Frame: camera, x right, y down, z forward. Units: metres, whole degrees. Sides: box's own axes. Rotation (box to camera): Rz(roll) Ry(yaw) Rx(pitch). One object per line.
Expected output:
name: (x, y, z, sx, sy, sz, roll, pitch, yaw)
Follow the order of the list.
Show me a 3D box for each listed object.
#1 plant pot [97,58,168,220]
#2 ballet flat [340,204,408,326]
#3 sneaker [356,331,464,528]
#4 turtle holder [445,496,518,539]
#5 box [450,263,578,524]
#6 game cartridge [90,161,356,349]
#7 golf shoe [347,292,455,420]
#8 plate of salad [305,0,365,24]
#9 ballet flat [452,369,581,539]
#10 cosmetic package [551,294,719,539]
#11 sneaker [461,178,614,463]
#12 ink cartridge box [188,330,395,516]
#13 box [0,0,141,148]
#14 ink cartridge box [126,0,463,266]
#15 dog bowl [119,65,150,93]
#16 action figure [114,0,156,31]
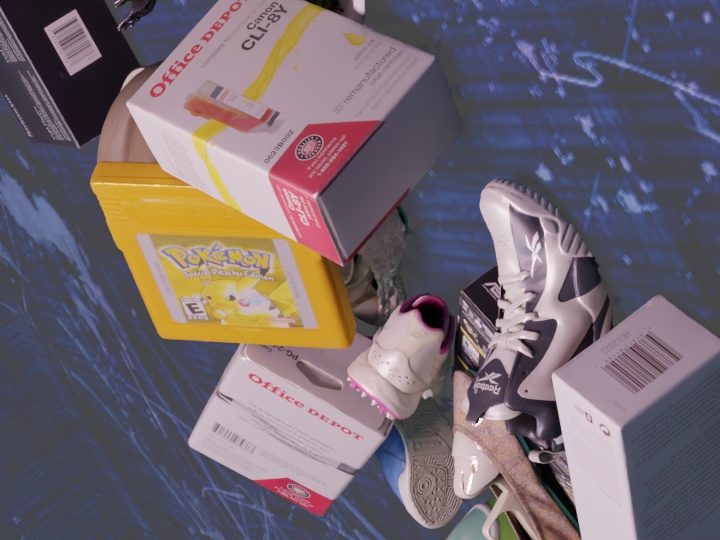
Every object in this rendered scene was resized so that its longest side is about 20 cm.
plant pot: (-0.090, -0.086, 1.603, 0.173, 0.200, 0.201, -3, 121, 50)
ballet flat: (0.000, 0.000, 1.674, 0.072, 0.072, 0.201, 47, 160, 23)
sneaker: (0.029, 0.144, 1.828, 0.111, 0.076, 0.201, 24, 144, 56)
turtle holder: (0.137, 0.274, 1.651, 0.186, 0.131, 0.142, 51, 168, 51)
box: (0.151, 0.112, 1.514, 0.200, 0.049, 0.162, 48, 159, 23)
game cartridge: (-0.106, -0.010, 1.545, 0.174, 0.033, 0.201, 3, 144, 16)
golf shoe: (0.052, 0.057, 1.590, 0.075, 0.092, 0.200, 36, -164, 1)
plate of salad: (-0.065, -0.253, 1.437, 0.200, 0.048, 0.201, 47, 160, 23)
ballet flat: (0.115, 0.174, 1.532, 0.201, 0.067, 0.068, 56, 166, -6)
cosmetic package: (0.200, 0.126, 1.332, 0.071, 0.101, 0.201, 39, 155, 40)
sneaker: (0.111, 0.046, 1.372, 0.200, 0.129, 0.079, 61, 160, -16)
ink cartridge box: (-0.054, 0.119, 1.718, 0.144, 0.084, 0.200, 29, 147, -3)
box: (-0.326, -0.240, 2.023, 0.201, 0.104, 0.182, 62, 160, -18)
ink cartridge box: (-0.050, -0.113, 1.416, 0.199, 0.145, 0.084, 27, 157, 34)
dog bowl: (-0.159, -0.095, 1.810, 0.200, 0.073, 0.202, 33, 128, 54)
action figure: (-0.262, -0.314, 1.746, 0.200, 0.102, 0.119, 51, 173, 9)
